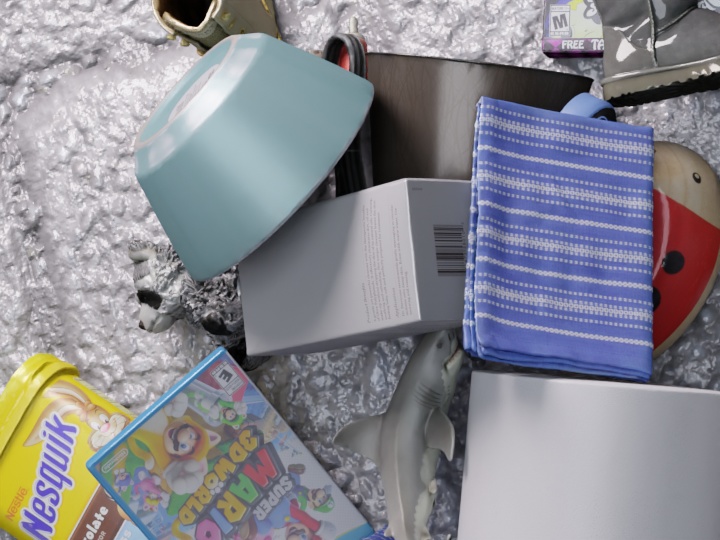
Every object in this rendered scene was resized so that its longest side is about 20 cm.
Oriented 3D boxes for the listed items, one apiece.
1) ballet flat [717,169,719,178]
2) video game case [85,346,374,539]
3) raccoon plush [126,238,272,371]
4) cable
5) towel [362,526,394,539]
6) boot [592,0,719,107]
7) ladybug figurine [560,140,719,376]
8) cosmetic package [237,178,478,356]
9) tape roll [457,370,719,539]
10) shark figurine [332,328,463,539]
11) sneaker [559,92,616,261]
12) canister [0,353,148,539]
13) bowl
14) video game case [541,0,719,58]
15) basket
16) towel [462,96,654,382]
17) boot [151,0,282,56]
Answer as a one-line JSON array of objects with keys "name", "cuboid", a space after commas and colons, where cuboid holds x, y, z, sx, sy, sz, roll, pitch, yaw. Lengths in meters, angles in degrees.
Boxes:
[{"name": "ballet flat", "cuboid": [0.347, -0.028, 1.514, 0.200, 0.076, 0.064, 55, 132, 17]}, {"name": "video game case", "cuboid": [-0.102, 0.182, 1.582, 0.143, 0.018, 0.200, -41, 105, -9]}, {"name": "raccoon plush", "cuboid": [-0.095, -0.006, 1.645, 0.200, 0.097, 0.134, -34, 60, -19]}, {"name": "cable", "cuboid": [-0.002, -0.109, 1.586, 0.050, 0.097, 0.201, -4, 68, -28]}, {"name": "towel", "cuboid": [0.054, 0.232, 1.498, 0.144, 0.200, 0.024, 19, 95, 16]}, {"name": "boot", "cuboid": [0.245, -0.237, 1.516, 0.181, 0.073, 0.201, -8, 80, 14]}, {"name": "ladybug figurine", "cuboid": [0.205, -0.008, 1.542, 0.135, 0.072, 0.201, 26, 94, 16]}, {"name": "cosmetic package", "cuboid": [0.000, 0.000, 1.482, 0.200, 0.085, 0.108, -11, 82, 48]}, {"name": "tape roll", "cuboid": [0.176, 0.150, 1.474, 0.202, 0.203, 0.140, 5, 88, 17]}, {"name": "shark figurine", "cuboid": [0.022, 0.147, 1.479, 0.089, 0.128, 0.215, 12, 57, -4]}, {"name": "sneaker", "cuboid": [0.161, -0.032, 1.484, 0.078, 0.070, 0.201, 19, 85, 33]}, {"name": "canister", "cuboid": [-0.219, 0.182, 1.649, 0.200, 0.087, 0.149, 31, 94, 14]}, {"name": "bowl", "cuboid": [-0.095, -0.100, 1.493, 0.105, 0.201, 0.201, 41, 100, -16]}, {"name": "video game case", "cuboid": [0.245, -0.258, 1.564, 0.199, 0.036, 0.182, 2, 87, 17]}, {"name": "basket", "cuboid": [0.082, -0.061, 1.553, 0.180, 0.136, 0.201, 6, 93, 2]}, {"name": "towel", "cuboid": [0.146, -0.023, 1.428, 0.144, 0.024, 0.201, 9, 70, -15]}, {"name": "boot", "cuboid": [-0.103, -0.172, 1.599, 0.073, 0.155, 0.201, -17, 82, 15]}]
